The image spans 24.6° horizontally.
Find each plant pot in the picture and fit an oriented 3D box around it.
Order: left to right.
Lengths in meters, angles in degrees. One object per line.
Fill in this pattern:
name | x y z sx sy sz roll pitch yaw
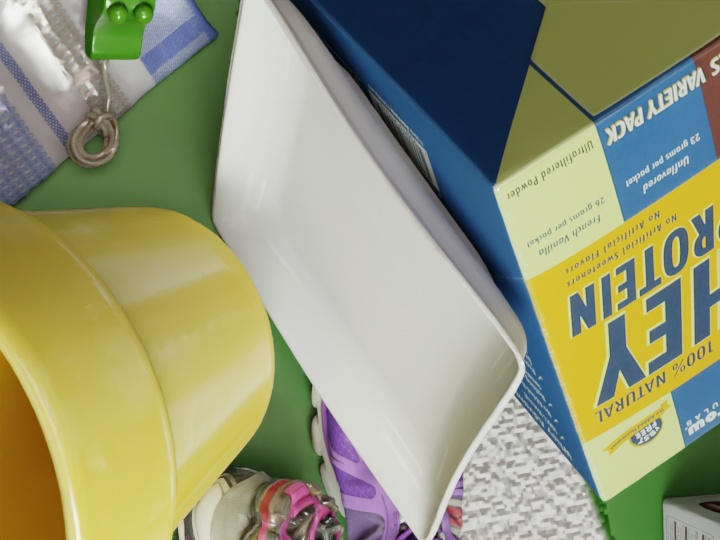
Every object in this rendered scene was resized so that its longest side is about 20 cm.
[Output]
plant pot | -0.140 0.056 0.711 0.199 0.188 0.203 9 110 27

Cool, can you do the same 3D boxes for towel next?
towel | -0.179 -0.106 0.775 0.199 0.024 0.147 -39 119 -10

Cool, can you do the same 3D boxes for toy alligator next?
toy alligator | -0.109 -0.139 0.756 0.059 0.054 0.202 -2 108 -27

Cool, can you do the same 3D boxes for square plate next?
square plate | 0.000 0.000 0.719 0.028 0.199 0.201 -26 69 -23

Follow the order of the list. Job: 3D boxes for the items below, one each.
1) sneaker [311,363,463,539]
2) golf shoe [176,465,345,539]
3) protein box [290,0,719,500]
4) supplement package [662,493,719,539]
sneaker | 0.026 0.122 0.809 0.080 0.083 0.203 -9 92 -9
golf shoe | -0.054 0.192 0.813 0.091 0.072 0.203 7 105 32
protein box | 0.086 -0.053 0.720 0.134 0.199 0.201 -32 135 -7
supplement package | 0.267 0.193 0.837 0.197 0.111 0.158 -3 92 -10
